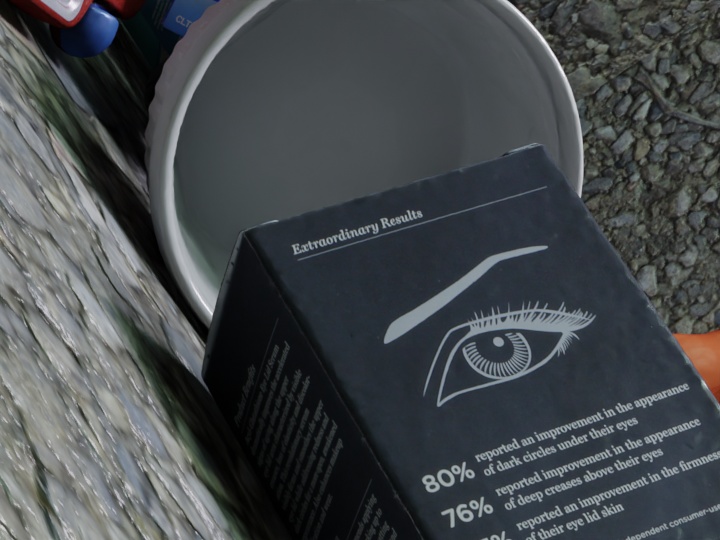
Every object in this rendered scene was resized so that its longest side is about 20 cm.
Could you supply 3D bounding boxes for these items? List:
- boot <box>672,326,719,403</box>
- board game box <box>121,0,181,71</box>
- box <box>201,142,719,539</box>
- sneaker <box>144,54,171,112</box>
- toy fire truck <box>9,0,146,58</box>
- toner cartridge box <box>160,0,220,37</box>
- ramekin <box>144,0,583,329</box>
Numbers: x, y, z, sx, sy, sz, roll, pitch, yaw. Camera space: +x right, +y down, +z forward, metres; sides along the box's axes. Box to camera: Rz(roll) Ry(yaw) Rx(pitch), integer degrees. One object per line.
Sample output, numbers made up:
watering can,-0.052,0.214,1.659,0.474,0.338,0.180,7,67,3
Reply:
boot,0.180,0.087,1.506,0.200,0.107,0.075,88,-20,-69
board game box,-0.074,-0.122,1.567,0.200,0.047,0.151,57,-19,7
box,0.048,0.067,1.054,0.200,0.148,0.104,59,-29,28
sneaker,-0.045,-0.032,1.459,0.200,0.076,0.091,61,-2,20
toy fire truck,-0.122,-0.191,1.251,0.112,0.168,0.200,22,-6,17
toner cartridge box,-0.049,-0.126,1.388,0.095,0.043,0.200,28,6,-4
ramekin,-0.008,-0.052,1.230,0.200,0.200,0.105,55,-6,-19
